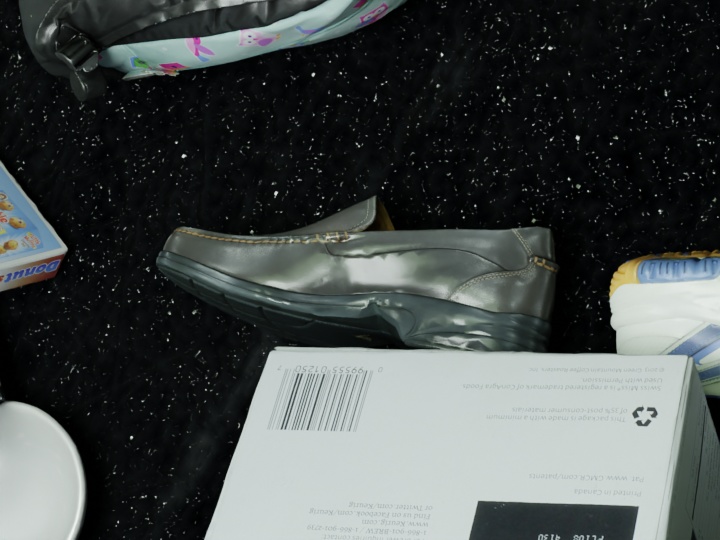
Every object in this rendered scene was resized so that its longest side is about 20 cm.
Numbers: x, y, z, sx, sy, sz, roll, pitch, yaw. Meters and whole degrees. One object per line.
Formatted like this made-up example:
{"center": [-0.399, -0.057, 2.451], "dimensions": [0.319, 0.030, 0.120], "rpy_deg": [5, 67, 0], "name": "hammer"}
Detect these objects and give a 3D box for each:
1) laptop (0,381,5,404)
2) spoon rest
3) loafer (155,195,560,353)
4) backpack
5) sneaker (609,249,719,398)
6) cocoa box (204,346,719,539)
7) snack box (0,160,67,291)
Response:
{"center": [-0.291, 0.072, 1.083], "dimensions": [0.187, 0.116, 0.200], "rpy_deg": [-30, 60, 18], "name": "laptop"}
{"center": [-0.208, 0.160, 1.089], "dimensions": [0.099, 0.061, 0.200], "rpy_deg": [31, 96, 25], "name": "spoon rest"}
{"center": [0.000, 0.000, 1.026], "dimensions": [0.199, 0.073, 0.072], "rpy_deg": [12, 79, 14], "name": "loafer"}
{"center": [-0.063, -0.177, 1.040], "dimensions": [0.199, 0.127, 0.167], "rpy_deg": [-4, 98, 22], "name": "backpack"}
{"center": [0.209, 0.034, 0.937], "dimensions": [0.200, 0.075, 0.088], "rpy_deg": [-2, 93, 29], "name": "sneaker"}
{"center": [0.053, 0.124, 0.926], "dimensions": [0.199, 0.131, 0.134], "rpy_deg": [0, 51, 23], "name": "cocoa box"}
{"center": [-0.239, -0.068, 1.127], "dimensions": [0.200, 0.072, 0.024], "rpy_deg": [50, 129, 21], "name": "snack box"}
